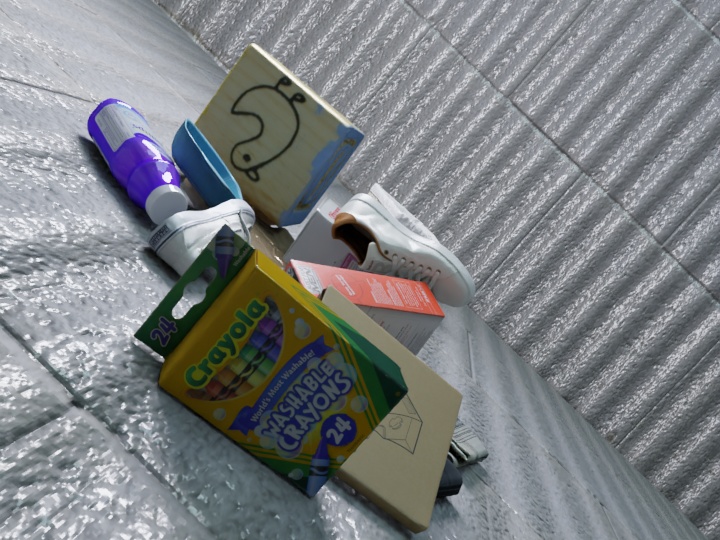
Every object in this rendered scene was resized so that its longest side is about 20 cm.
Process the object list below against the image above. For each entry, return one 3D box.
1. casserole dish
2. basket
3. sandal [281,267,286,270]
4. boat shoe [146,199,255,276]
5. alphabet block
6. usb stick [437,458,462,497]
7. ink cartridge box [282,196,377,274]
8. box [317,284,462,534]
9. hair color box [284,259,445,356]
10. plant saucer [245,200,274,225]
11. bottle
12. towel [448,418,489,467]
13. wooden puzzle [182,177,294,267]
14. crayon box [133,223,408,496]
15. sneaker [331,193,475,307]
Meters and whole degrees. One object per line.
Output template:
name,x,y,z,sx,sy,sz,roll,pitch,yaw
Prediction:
casserole dish,-0.204,-0.134,1.055,0.122,0.039,0.200,54,0,-20
basket,0.079,-0.077,2.031,0.199,0.161,0.199,39,9,-31
sandal,-0.052,0.075,1.022,0.203,0.082,0.050,48,-33,23
boat shoe,-0.160,-0.027,0.935,0.087,0.074,0.202,51,16,4
alphabet block,-0.131,-0.208,1.285,0.199,0.197,0.196,38,6,2
usb stick,0.066,0.228,0.897,0.056,0.032,0.199,55,13,25
ink cartridge box,0.000,0.000,1.107,0.199,0.085,0.145,40,11,-4
box,0.011,0.136,0.802,0.199,0.021,0.165,40,47,-18
hair color box,-0.010,0.056,0.920,0.197,0.102,0.062,10,37,-38
plant saucer,-0.218,-0.141,1.368,0.200,0.037,0.200,43,8,-8
bottle,-0.267,-0.130,0.977,0.083,0.065,0.201,38,10,-50
towel,0.102,0.206,1.178,0.193,0.035,0.199,47,10,21
wooden puzzle,-0.155,-0.038,1.145,0.198,0.047,0.186,29,16,-43
crayon box,-0.074,0.077,0.663,0.199,0.126,0.052,40,9,-17
sneaker,0.046,-0.007,0.998,0.198,0.073,0.085,35,45,9
